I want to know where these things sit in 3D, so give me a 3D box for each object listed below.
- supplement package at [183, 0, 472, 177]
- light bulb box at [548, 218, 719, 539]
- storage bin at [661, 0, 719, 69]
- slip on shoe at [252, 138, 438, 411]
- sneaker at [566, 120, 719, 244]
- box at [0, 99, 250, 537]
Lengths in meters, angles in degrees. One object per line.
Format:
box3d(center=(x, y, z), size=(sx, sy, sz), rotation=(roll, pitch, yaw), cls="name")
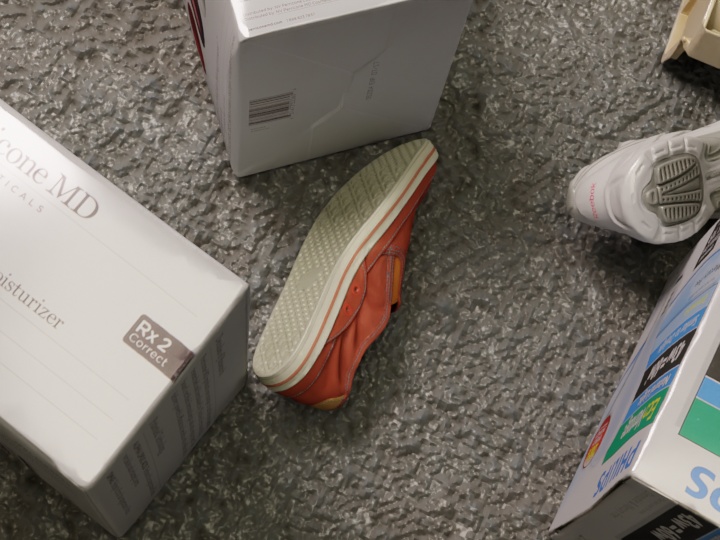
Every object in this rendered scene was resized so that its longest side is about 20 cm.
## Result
box3d(center=(-0.037, -0.201, 0.811), size=(0.145, 0.192, 0.202), rotation=(-14, 73, -11), cls="supplement package")
box3d(center=(0.220, 0.082, 0.741), size=(0.124, 0.199, 0.201), rotation=(28, 70, 6), cls="light bulb box")
box3d(center=(0.340, -0.196, 0.903), size=(0.198, 0.094, 0.200), rotation=(23, 71, 2), cls="storage bin")
box3d(center=(0.000, 0.000, 0.822), size=(0.061, 0.074, 0.201), rotation=(41, 61, -28), cls="slip on shoe")
box3d(center=(0.217, -0.067, 0.855), size=(0.198, 0.099, 0.079), rotation=(-8, 99, -33), cls="sneaker")
box3d(center=(-0.175, 0.028, 0.716), size=(0.198, 0.200, 0.131), rotation=(36, 72, 7), cls="box")
